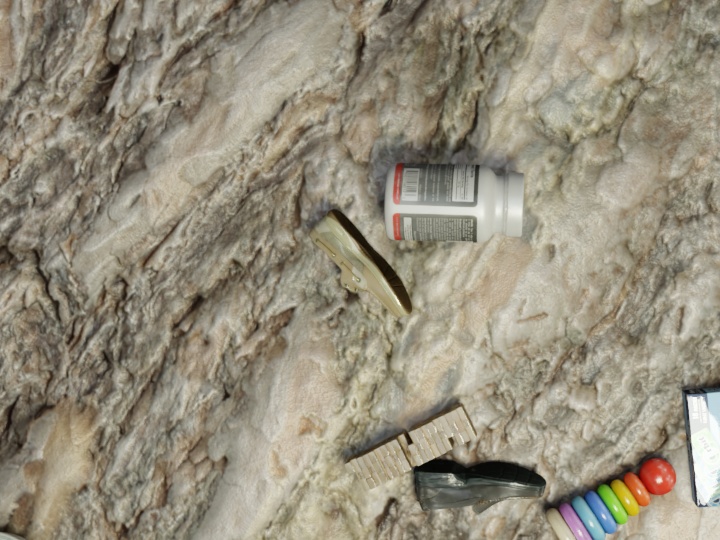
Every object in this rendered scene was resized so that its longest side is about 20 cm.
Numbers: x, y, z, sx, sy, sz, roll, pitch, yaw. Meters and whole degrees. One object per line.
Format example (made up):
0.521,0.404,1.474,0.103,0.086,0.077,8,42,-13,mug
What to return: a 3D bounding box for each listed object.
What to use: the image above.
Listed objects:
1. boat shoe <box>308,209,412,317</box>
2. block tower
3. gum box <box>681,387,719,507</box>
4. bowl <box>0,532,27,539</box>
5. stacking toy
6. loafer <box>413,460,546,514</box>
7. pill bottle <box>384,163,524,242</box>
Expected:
0.000,0.000,1.579,0.065,0.072,0.200,-42,84,16,boat shoe
0.078,0.272,1.585,0.200,0.054,0.058,-26,88,8,block tower
0.586,0.254,1.522,0.200,0.045,0.170,-6,92,7,gum box
-0.574,0.504,1.661,0.201,0.090,0.201,0,93,8,bowl
0.381,0.348,1.542,0.200,0.085,0.085,-31,88,1,stacking toy
0.181,0.333,1.571,0.200,0.073,0.072,1,101,17,loafer
0.139,-0.099,1.531,0.200,0.116,0.116,3,93,7,pill bottle
